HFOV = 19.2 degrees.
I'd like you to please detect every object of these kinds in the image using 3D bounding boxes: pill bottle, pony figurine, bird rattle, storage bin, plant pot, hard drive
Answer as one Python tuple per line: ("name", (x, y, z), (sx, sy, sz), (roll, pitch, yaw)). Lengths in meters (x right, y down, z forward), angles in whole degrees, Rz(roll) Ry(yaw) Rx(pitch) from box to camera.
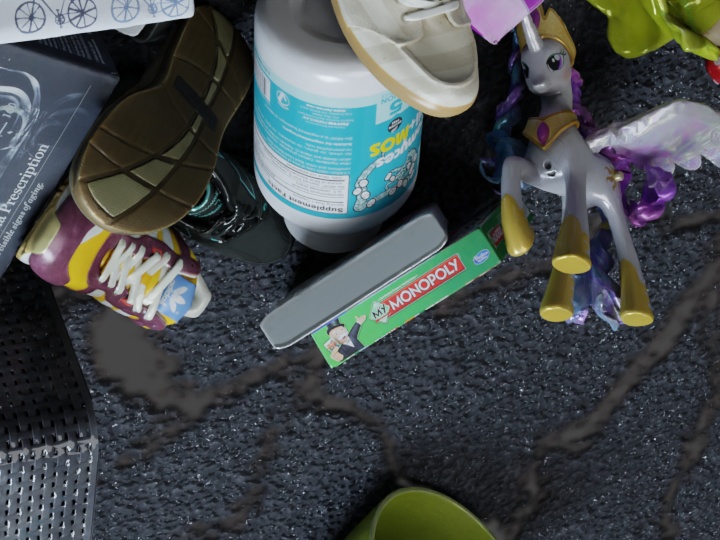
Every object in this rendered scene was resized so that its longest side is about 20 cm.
("pill bottle", (-0.014, -0.100, 1.366), (0.110, 0.111, 0.201), (-15, 145, -14))
("pony figurine", (0.152, -0.064, 1.422), (0.165, 0.202, 0.193), (-15, 151, 28))
("bird rattle", (0.260, -0.196, 1.440), (0.199, 0.113, 0.164), (7, 110, -35))
("storage bin", (-0.239, 0.086, 1.368), (0.093, 0.201, 0.136), (-7, 133, -20))
("plant pot", (0.011, 0.307, 1.741), (0.186, 0.188, 0.200), (21, 133, -39))
("hard drive", (0.000, 0.000, 1.441), (0.131, 0.200, 0.026), (-33, 92, 4))

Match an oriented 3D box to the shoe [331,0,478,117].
("shoe", (0.013, -0.183, 1.253), (0.070, 0.201, 0.053), (-26, 171, -26))

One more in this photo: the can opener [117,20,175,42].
("can opener", (-0.099, -0.225, 1.270), (0.200, 0.053, 0.066), (-52, 166, 25))

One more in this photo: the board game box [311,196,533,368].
("board game box", (0.047, 0.002, 1.457), (0.134, 0.200, 0.029), (-32, 92, 14))

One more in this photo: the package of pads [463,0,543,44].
("package of pads", (0.114, -0.248, 1.328), (0.200, 0.076, 0.120), (-42, 134, 14))

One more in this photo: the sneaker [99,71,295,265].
("sneaker", (-0.105, -0.047, 1.403), (0.075, 0.079, 0.200), (-39, 137, 11))

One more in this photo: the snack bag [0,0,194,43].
("snack bag", (-0.177, -0.227, 1.164), (0.187, 0.021, 0.202), (-11, 108, -32))

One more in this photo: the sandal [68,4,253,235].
("sandal", (-0.125, -0.087, 1.294), (0.054, 0.201, 0.080), (-22, 119, 35))

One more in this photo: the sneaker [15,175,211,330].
("sneaker", (-0.146, -0.008, 1.346), (0.075, 0.090, 0.200), (-54, 170, 7))

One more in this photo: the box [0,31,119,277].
("box", (-0.275, -0.089, 1.257), (0.181, 0.104, 0.201), (15, 121, -35))
